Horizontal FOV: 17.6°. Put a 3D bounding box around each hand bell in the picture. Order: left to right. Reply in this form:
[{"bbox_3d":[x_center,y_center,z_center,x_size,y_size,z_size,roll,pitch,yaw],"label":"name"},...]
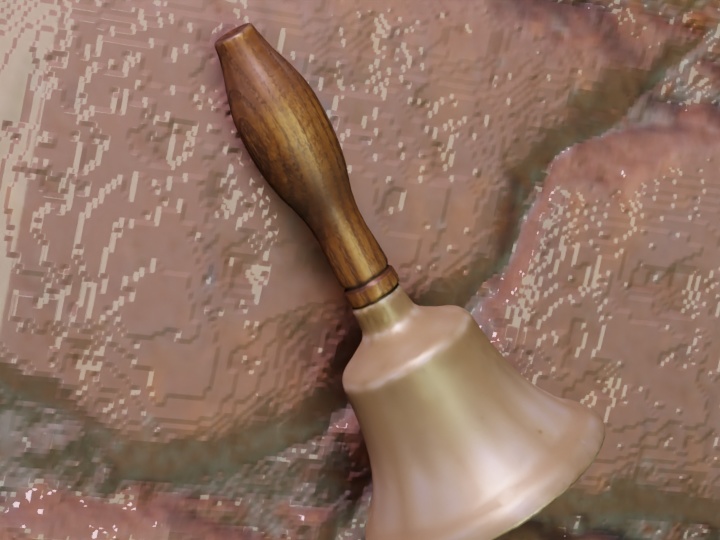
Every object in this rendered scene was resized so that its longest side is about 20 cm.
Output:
[{"bbox_3d":[0.000,0.000,0.863,0.104,0.104,0.201,-34,105,-13],"label":"hand bell"}]
